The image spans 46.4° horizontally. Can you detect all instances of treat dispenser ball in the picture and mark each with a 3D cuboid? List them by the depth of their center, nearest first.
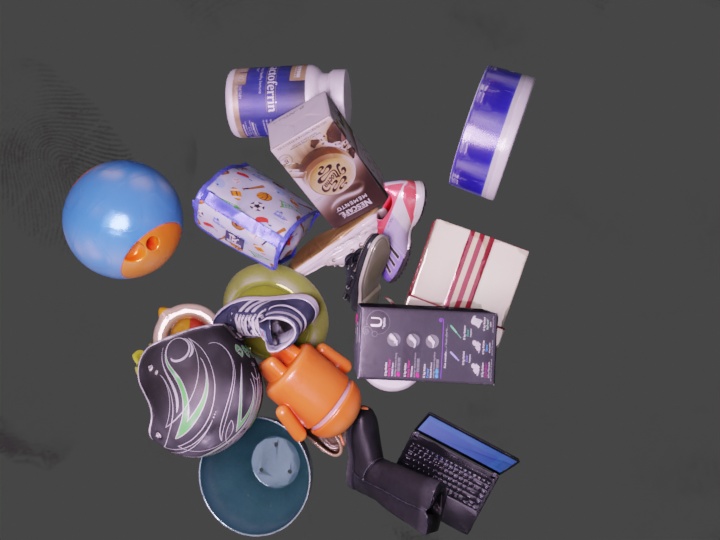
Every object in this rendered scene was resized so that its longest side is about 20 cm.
[{"bbox_3d":[-0.402,-0.086,1.432,0.199,0.201,0.203,1,98,7],"label":"treat dispenser ball"}]

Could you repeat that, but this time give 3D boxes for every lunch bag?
[{"bbox_3d":[-0.177,-0.089,1.404,0.169,0.200,0.124,31,100,1],"label":"lunch bag"}]

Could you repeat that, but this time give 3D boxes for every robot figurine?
[{"bbox_3d":[-0.081,0.206,1.432,0.200,0.144,0.117,41,112,-10],"label":"robot figurine"}]

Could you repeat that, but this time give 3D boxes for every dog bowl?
[{"bbox_3d":[0.209,-0.219,1.338,0.078,0.200,0.202,19,100,8],"label":"dog bowl"}]

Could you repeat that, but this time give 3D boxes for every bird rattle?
[{"bbox_3d":[-0.302,0.141,1.504,0.198,0.113,0.165,1,86,5],"label":"bird rattle"}]

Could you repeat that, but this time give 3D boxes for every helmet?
[{"bbox_3d":[-0.255,0.202,1.368,0.199,0.200,0.192,-23,75,10],"label":"helmet"}]

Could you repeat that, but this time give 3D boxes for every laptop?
[{"bbox_3d":[0.155,0.359,1.471,0.176,0.103,0.201,27,100,3],"label":"laptop"}]

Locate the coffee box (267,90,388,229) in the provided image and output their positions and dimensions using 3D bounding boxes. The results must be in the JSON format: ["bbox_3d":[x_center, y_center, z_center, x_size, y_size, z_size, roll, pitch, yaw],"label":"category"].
[{"bbox_3d":[-0.050,-0.177,1.382,0.112,0.080,0.200,-27,132,14],"label":"coffee box"}]

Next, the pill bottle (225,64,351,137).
[{"bbox_3d":[-0.118,-0.285,1.414,0.198,0.116,0.117,-2,97,7],"label":"pill bottle"}]

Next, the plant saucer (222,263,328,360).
[{"bbox_3d":[-0.155,0.085,1.480,0.198,0.031,0.202,6,115,13],"label":"plant saucer"}]

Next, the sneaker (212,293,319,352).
[{"bbox_3d":[-0.175,0.092,1.410,0.198,0.109,0.071,-11,111,20],"label":"sneaker"}]

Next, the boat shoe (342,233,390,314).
[{"bbox_3d":[0.002,-0.001,1.423,0.066,0.200,0.074,36,61,21],"label":"boat shoe"}]

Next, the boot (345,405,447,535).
[{"bbox_3d":[0.061,0.339,1.445,0.199,0.065,0.166,20,116,47],"label":"boot"}]

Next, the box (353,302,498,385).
[{"bbox_3d":[0.092,0.106,1.239,0.198,0.122,0.107,3,90,-3],"label":"box"}]

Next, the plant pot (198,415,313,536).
[{"bbox_3d":[-0.168,0.351,1.488,0.198,0.135,0.202,-1,87,11],"label":"plant pot"}]

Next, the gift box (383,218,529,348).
[{"bbox_3d":[0.153,0.026,1.394,0.198,0.185,0.188,18,91,8],"label":"gift box"}]

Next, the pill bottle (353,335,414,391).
[{"bbox_3d":[0.045,0.132,1.398,0.112,0.200,0.114,0,90,-3],"label":"pill bottle"}]

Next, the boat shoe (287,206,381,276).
[{"bbox_3d":[-0.036,-0.036,1.461,0.199,0.071,0.069,-33,117,14],"label":"boat shoe"}]

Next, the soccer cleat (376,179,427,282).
[{"bbox_3d":[0.054,-0.067,1.415,0.073,0.068,0.201,6,128,-12],"label":"soccer cleat"}]

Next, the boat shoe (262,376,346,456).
[{"bbox_3d":[-0.098,0.251,1.508,0.200,0.065,0.071,43,101,0],"label":"boat shoe"}]
